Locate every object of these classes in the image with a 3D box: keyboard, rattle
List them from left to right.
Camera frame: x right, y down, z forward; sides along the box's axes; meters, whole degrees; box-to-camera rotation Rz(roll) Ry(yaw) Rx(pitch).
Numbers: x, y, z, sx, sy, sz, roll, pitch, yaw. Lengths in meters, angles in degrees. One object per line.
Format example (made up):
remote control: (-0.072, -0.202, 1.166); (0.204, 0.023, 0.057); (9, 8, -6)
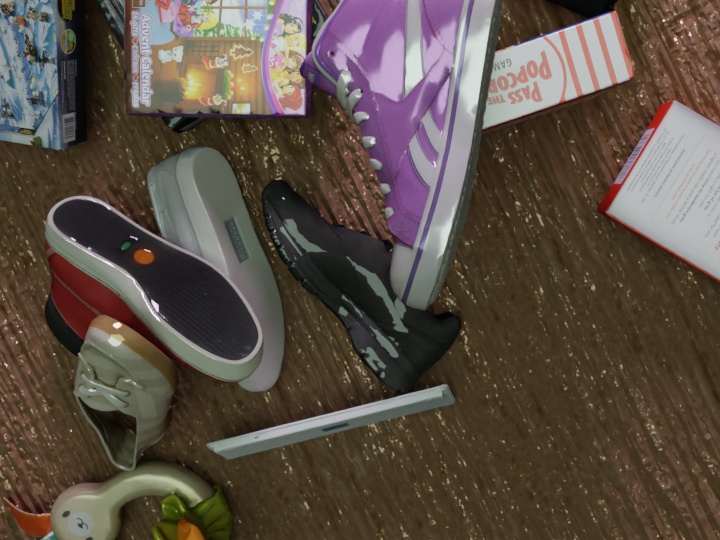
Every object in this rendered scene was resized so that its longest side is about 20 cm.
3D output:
rattle: (-0.208, 0.228, 0.866); (0.199, 0.143, 0.131); (9, 115, -2)
keyboard: (-0.022, 0.124, 0.879); (0.199, 0.056, 0.011); (-15, 74, 6)

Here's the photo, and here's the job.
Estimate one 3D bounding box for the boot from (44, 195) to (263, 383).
boot: (-0.166, 0.048, 0.850); (0.200, 0.072, 0.145); (34, 135, 15)

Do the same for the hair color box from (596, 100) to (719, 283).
hair color box: (0.295, -0.036, 0.832); (0.199, 0.061, 0.102); (32, 97, 3)

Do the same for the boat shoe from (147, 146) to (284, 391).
boat shoe: (-0.121, 0.003, 0.874); (0.068, 0.072, 0.201); (-10, 107, 34)

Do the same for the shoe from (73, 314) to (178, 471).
shoe: (-0.177, 0.098, 0.821); (0.070, 0.200, 0.054); (24, 62, 8)

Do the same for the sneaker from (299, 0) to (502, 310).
sneaker: (0.016, -0.082, 0.652); (0.114, 0.073, 0.202); (9, 86, 8)

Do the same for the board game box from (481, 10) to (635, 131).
board game box: (0.101, -0.126, 0.771); (0.151, 0.200, 0.047); (-18, 94, 7)

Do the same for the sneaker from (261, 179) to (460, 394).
sneaker: (0.000, 0.000, 0.863); (0.091, 0.076, 0.200); (-40, 100, 1)

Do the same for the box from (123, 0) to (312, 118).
box: (-0.104, -0.214, 0.798); (0.136, 0.039, 0.201); (1, 95, 4)

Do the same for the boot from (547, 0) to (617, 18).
boot: (0.119, -0.225, 0.828); (0.162, 0.073, 0.199); (16, 96, 0)

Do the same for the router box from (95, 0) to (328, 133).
router box: (-0.129, -0.232, 0.850); (0.149, 0.062, 0.201); (-29, 92, 8)

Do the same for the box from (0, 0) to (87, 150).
box: (-0.280, -0.202, 0.840); (0.136, 0.040, 0.201); (11, 110, 20)
